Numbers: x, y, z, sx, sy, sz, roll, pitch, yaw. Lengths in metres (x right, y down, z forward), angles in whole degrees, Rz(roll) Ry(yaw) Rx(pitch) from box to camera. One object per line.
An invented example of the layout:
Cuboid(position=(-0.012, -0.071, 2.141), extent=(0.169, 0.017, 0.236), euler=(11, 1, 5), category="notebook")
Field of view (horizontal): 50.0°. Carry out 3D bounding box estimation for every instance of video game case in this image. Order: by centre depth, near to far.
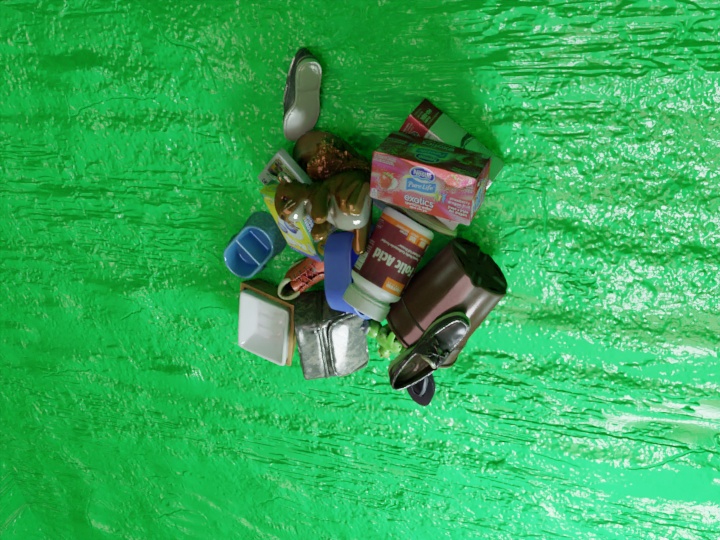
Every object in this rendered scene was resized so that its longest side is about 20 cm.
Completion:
Cuboid(position=(-0.127, -0.155, 1.650), extent=(0.200, 0.022, 0.182), euler=(48, 158, -7), category="video game case")

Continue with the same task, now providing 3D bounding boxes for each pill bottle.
Cuboid(position=(0.051, -0.011, 1.515), extent=(0.113, 0.114, 0.203), euler=(29, 95, 8), category="pill bottle")

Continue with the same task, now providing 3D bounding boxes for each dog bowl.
Cuboid(position=(-0.256, -0.053, 1.827), extent=(0.112, 0.050, 0.199), euler=(45, 133, -6), category="dog bowl")

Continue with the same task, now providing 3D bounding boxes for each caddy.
Cuboid(position=(0.000, 0.000, 1.638), extent=(0.103, 0.140, 0.205), euler=(2, 96, 35), category="caddy")

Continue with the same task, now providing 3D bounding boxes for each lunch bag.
Cuboid(position=(-0.065, 0.146, 1.802), extent=(0.164, 0.140, 0.203), euler=(-6, 125, 0), category="lunch bag")

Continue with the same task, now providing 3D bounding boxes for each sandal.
Cuboid(position=(0.135, 0.241, 1.811), extent=(0.075, 0.043, 0.204), euler=(12, 127, 23), category="sandal")

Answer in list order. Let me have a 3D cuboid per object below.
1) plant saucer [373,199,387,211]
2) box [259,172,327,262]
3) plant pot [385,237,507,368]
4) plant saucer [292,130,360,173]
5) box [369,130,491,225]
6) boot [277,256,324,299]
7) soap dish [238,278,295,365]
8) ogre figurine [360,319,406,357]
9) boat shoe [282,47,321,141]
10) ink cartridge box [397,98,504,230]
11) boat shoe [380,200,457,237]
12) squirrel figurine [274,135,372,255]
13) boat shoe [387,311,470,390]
Cuboid(position=(0.014, -0.179, 1.603), extent=(0.199, 0.019, 0.070), euler=(37, 132, 4), category="plant saucer")
Cuboid(position=(-0.140, -0.115, 1.653), extent=(0.116, 0.048, 0.202), euler=(24, 149, 42), category="box")
Cuboid(position=(0.180, 0.054, 1.557), extent=(0.199, 0.201, 0.199), euler=(40, 118, -2), category="plant pot")
Cuboid(position=(-0.067, -0.192, 1.606), extent=(0.197, 0.036, 0.203), euler=(22, 139, 20), category="plant saucer")
Cuboid(position=(0.124, -0.168, 1.379), extent=(0.196, 0.100, 0.097), euler=(18, 128, 18), category="box")
Cuboid(position=(-0.108, 0.004, 1.745), extent=(0.199, 0.107, 0.075), euler=(-32, 102, 39), category="boot")
Cuboid(position=(-0.225, 0.125, 1.914), extent=(0.155, 0.081, 0.203), euler=(22, 130, 15), category="soap dish")
Cuboid(position=(0.078, 0.127, 1.691), extent=(0.200, 0.120, 0.098), euler=(46, 131, -5), category="ogre figurine")
Cuboid(position=(-0.120, -0.351, 1.546), extent=(0.202, 0.071, 0.063), euler=(108, 147, -47), category="boat shoe")
Cuboid(position=(0.150, -0.199, 1.466), extent=(0.199, 0.083, 0.147), euler=(38, 132, 1), category="ink cartridge box")
Cuboid(position=(0.113, -0.134, 1.540), extent=(0.198, 0.072, 0.066), euler=(30, 94, 6), category="boat shoe")
Cuboid(position=(-0.068, -0.153, 1.490), extent=(0.183, 0.203, 0.142), euler=(7, 151, 15), category="squirrel figurine")
Cuboid(position=(0.133, 0.162, 1.474), extent=(0.200, 0.066, 0.072), euler=(-40, 110, 18), category="boat shoe")
